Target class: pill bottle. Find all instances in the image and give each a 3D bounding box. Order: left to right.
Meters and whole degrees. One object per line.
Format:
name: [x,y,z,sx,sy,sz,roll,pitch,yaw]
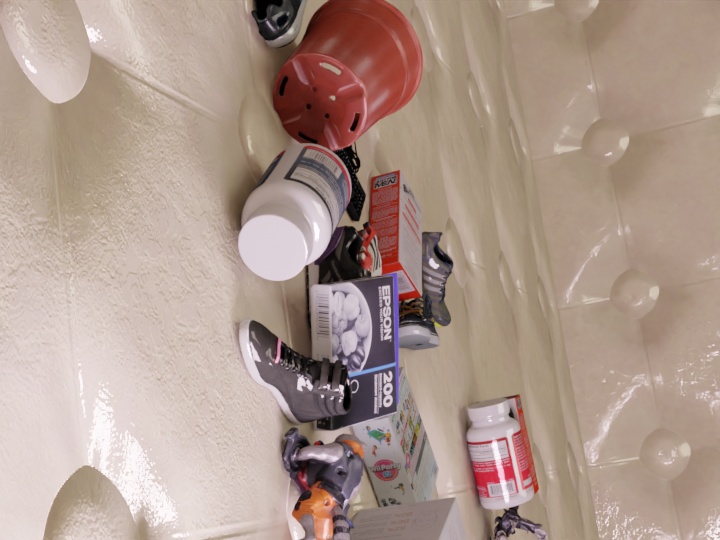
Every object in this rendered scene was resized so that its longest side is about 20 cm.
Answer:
pill bottle: [-0.087,-0.073,1.436,0.201,0.118,0.121,-66,140,-59]
pill bottle: [0.274,0.363,2.230,0.112,0.111,0.203,-14,92,-71]

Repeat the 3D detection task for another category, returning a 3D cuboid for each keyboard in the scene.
keyboard: [-0.025,-0.183,1.811,0.105,0.039,0.201,-82,154,-44]

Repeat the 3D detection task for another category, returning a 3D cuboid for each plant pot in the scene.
plant pot: [-0.029,-0.282,1.656,0.196,0.198,0.203,-56,131,-54]

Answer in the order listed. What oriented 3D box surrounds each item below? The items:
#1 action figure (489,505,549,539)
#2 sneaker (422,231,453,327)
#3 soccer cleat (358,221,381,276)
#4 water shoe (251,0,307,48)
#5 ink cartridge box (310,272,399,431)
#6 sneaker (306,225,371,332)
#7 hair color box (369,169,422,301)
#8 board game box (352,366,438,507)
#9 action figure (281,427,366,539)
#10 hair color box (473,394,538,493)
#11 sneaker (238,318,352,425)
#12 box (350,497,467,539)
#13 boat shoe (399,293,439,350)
action figure: [0.305,0.542,2.214,0.120,0.101,0.201,-61,-179,34]
sneaker: [0.141,0.016,2.103,0.074,0.080,0.202,-67,141,-59]
soccer cleat: [0.000,0.000,1.730,0.201,0.068,0.086,-75,144,-62]
water shoe: [-0.116,-0.420,1.641,0.079,0.071,0.202,53,31,-47]
ink cartridge box: [0.008,0.109,1.565,0.199,0.043,0.201,-9,99,-52]
sneaker: [-0.026,0.031,1.597,0.076,0.086,0.203,31,50,-65]
hair color box: [0.062,-0.060,1.951,0.111,0.063,0.202,55,31,-47]
board game box: [0.056,0.275,1.728,0.148,0.063,0.202,-66,141,-62]
action figure: [-0.029,0.297,1.413,0.201,0.103,0.195,58,37,-41]
hair color box: [0.300,0.368,2.322,0.061,0.100,0.203,-3,81,-71]
sneaker: [-0.073,0.118,1.390,0.201,0.098,0.071,58,29,-42]
box: [0.053,0.404,1.498,0.200,0.150,0.108,-45,121,-67]
boat shoe: [0.088,0.085,1.939,0.200,0.070,0.092,31,48,-74]
